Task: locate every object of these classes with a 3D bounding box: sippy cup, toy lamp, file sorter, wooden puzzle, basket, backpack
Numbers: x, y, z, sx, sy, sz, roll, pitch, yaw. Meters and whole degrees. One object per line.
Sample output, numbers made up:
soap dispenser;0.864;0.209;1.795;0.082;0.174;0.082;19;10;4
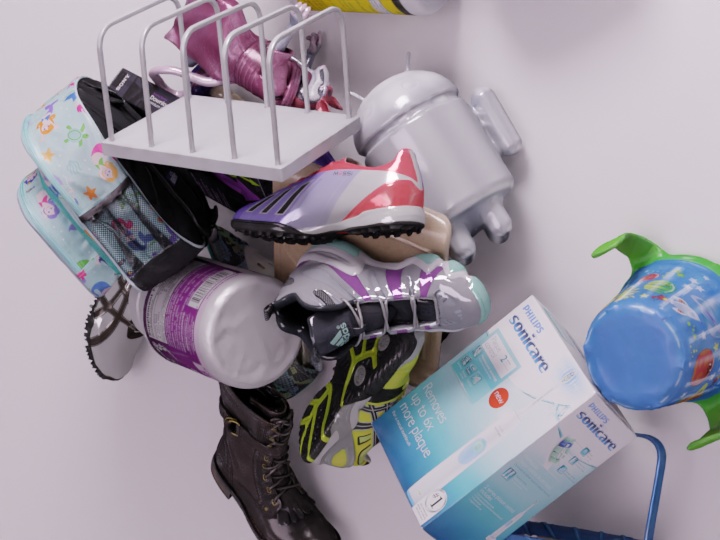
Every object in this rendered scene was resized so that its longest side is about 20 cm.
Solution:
sippy cup;0.264;0.063;1.494;0.177;0.130;0.140;33;115;23
toy lamp;-0.094;-0.141;1.723;0.200;0.058;0.058;42;119;18
file sorter;-0.123;-0.173;1.538;0.199;0.139;0.125;9;118;29
wooden puzzle;0.000;0.000;1.606;0.184;0.037;0.201;22;132;20
basket;0.195;0.246;1.575;0.175;0.139;0.202;1;81;32
backpack;-0.250;-0.085;1.658;0.150;0.178;0.201;-32;107;7

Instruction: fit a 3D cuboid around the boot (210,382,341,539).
boot;-0.090;0.199;1.747;0.200;0.069;0.175;39;144;22

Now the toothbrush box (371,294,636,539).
toothbrush box;0.129;0.146;1.549;0.200;0.085;0.147;-38;41;9

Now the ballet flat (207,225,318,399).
ballet flat;-0.098;0.034;1.767;0.074;0.074;0.201;-24;89;34

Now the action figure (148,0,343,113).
action figure;-0.105;-0.199;1.643;0.200;0.134;0.149;39;88;23

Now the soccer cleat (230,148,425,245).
soccer cleat;-0.030;-0.064;1.524;0.199;0.068;0.074;-4;82;33

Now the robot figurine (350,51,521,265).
robot figurine;0.067;-0.104;1.593;0.169;0.113;0.201;-30;82;-5

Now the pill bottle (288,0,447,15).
pill bottle;-0.015;-0.301;1.605;0.199;0.111;0.112;7;104;32

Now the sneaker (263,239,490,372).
sneaker;0.006;0.045;1.507;0.199;0.140;0.078;8;128;32

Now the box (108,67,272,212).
box;-0.159;-0.117;1.728;0.199;0.143;0.036;30;72;25

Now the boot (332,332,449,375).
boot;-0.016;0.061;1.706;0.200;0.073;0.151;-45;77;27

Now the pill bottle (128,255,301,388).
pill bottle;-0.150;0.045;1.672;0.200;0.112;0.113;15;110;56

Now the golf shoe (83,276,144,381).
golf shoe;-0.240;0.039;1.842;0.094;0.078;0.201;24;113;26

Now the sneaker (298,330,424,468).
sneaker;0.013;0.115;1.622;0.200;0.076;0.076;-53;33;39
